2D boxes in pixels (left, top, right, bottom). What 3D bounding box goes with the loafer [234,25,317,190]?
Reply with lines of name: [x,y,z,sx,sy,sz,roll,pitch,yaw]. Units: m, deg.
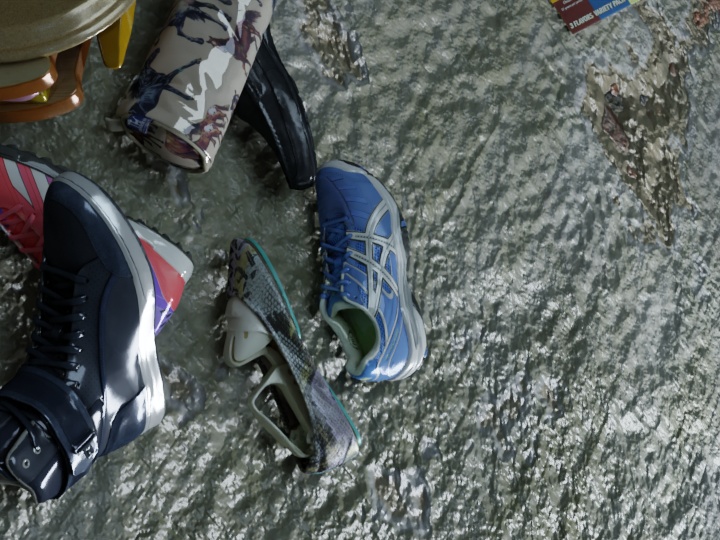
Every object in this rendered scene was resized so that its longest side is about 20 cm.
loafer: [-0.095,-0.159,1.005,0.069,0.068,0.203,-23,90,-10]

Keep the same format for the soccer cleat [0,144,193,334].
soccer cleat: [-0.209,-0.021,0.834,0.199,0.068,0.074,34,64,-31]

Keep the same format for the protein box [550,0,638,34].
protein box: [0.288,-0.444,1.444,0.199,0.134,0.201,51,46,-19]

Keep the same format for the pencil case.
pencil case: [-0.124,-0.183,0.928,0.088,0.078,0.203,23,78,-10]

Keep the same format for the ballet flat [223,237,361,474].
ballet flat: [-0.069,0.074,0.937,0.072,0.072,0.203,-33,98,-46]

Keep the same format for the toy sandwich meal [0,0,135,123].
toy sandwich meal: [-0.233,-0.194,0.834,0.071,0.202,0.207,84,19,-54]

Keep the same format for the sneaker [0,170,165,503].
sneaker: [-0.202,0.052,0.760,0.146,0.076,0.205,-36,129,-44]

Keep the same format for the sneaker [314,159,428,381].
sneaker: [0.000,0.000,1.024,0.077,0.075,0.203,-13,83,-51]
